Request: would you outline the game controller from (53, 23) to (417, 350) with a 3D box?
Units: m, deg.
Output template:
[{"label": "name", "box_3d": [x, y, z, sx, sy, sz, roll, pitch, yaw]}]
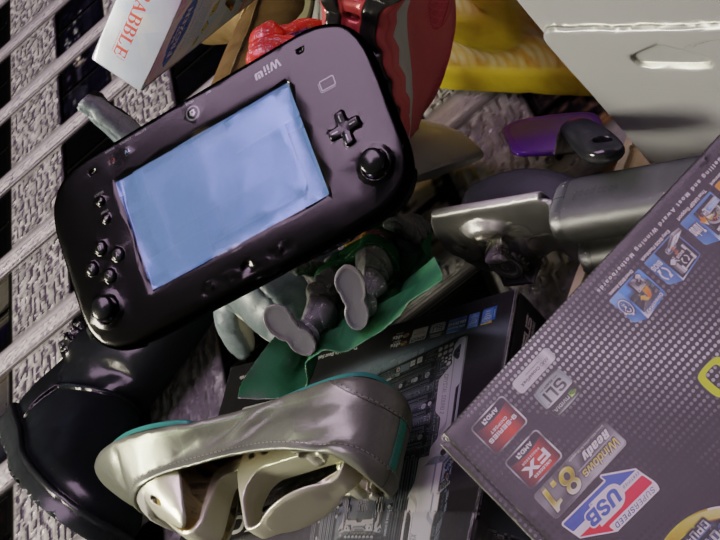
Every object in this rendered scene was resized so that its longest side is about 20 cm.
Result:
[{"label": "game controller", "box_3d": [-0.067, -0.040, 0.773, 0.199, 0.042, 0.105, -27, 81, 19]}]

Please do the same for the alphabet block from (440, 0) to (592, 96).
[{"label": "alphabet block", "box_3d": [0.091, -0.240, 0.890, 0.194, 0.196, 0.201, 12, 65, 54]}]

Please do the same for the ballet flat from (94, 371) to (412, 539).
[{"label": "ballet flat", "box_3d": [-0.062, 0.101, 0.744, 0.199, 0.067, 0.064, -20, 49, 34]}]

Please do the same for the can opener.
[{"label": "can opener", "box_3d": [0.119, -0.035, 0.731, 0.199, 0.053, 0.067, -9, 48, 42]}]

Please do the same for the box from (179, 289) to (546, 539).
[{"label": "box", "box_3d": [-0.001, 0.107, 0.773, 0.199, 0.050, 0.159, -17, 44, 37]}]

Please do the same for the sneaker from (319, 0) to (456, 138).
[{"label": "sneaker", "box_3d": [0.016, -0.150, 0.788, 0.073, 0.202, 0.087, 23, 39, 19]}]

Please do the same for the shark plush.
[{"label": "shark plush", "box_3d": [-0.082, -0.033, 0.901, 0.090, 0.201, 0.083, -31, 3, 6]}]

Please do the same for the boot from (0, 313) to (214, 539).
[{"label": "boot", "box_3d": [-0.144, 0.067, 0.950, 0.169, 0.076, 0.200, -54, 28, -2]}]

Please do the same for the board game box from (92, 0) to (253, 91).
[{"label": "board game box", "box_3d": [-0.079, -0.235, 0.977, 0.201, 0.041, 0.200, -60, -2, 31]}]

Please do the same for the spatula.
[{"label": "spatula", "box_3d": [0.106, -0.067, 0.772, 0.056, 0.021, 0.200, -6, 7, 1]}]

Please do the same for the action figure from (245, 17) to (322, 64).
[{"label": "action figure", "box_3d": [-0.016, -0.110, 0.875, 0.051, 0.200, 0.066, -15, 85, 23]}]

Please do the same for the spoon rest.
[{"label": "spoon rest", "box_3d": [-0.022, -0.044, 0.868, 0.099, 0.198, 0.061, 164, 95, -67]}]

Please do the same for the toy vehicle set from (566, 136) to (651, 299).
[{"label": "toy vehicle set", "box_3d": [0.173, -0.033, 0.740, 0.123, 0.026, 0.201, -4, 53, 46]}]

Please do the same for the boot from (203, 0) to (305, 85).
[{"label": "boot", "box_3d": [-0.094, -0.147, 1.124, 0.174, 0.066, 0.202, -17, 46, 39]}]

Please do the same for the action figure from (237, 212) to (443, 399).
[{"label": "action figure", "box_3d": [0.000, 0.000, 0.822, 0.117, 0.055, 0.200, -26, 8, 14]}]

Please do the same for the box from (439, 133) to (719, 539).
[{"label": "box", "box_3d": [0.154, 0.051, 0.596, 0.200, 0.044, 0.160, -46, 64, 2]}]

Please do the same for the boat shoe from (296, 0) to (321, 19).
[{"label": "boat shoe", "box_3d": [0.000, -0.198, 1.069, 0.068, 0.075, 0.202, -17, 53, 33]}]

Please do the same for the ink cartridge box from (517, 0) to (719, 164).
[{"label": "ink cartridge box", "box_3d": [0.191, -0.160, 0.692, 0.145, 0.145, 0.201, 11, 64, 51]}]
